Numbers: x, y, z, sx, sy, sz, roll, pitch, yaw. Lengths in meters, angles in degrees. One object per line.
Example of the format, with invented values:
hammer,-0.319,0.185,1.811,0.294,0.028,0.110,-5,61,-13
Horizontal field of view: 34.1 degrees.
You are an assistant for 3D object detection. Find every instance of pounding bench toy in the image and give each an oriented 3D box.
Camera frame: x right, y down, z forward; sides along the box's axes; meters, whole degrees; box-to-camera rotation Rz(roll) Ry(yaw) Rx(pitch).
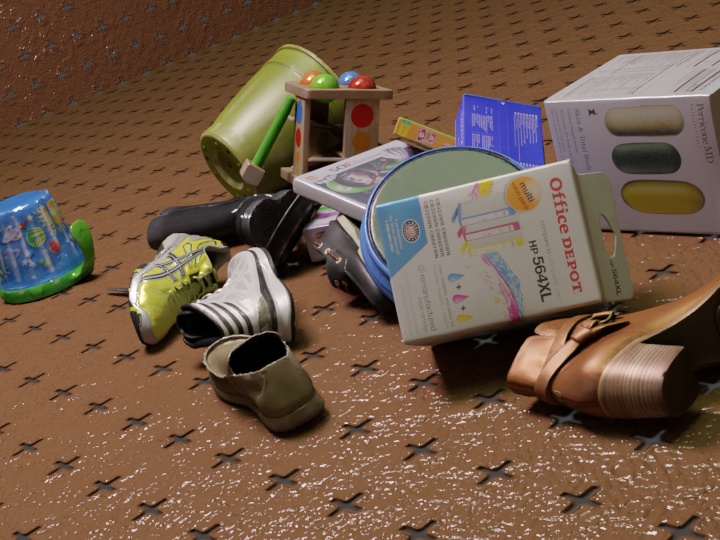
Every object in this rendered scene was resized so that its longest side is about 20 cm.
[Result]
pounding bench toy,-0.070,-0.198,1.636,0.200,0.156,0.124,-3,15,-18

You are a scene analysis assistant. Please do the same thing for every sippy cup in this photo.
sippy cup,-0.467,-0.041,1.672,0.177,0.131,0.140,-18,20,-3

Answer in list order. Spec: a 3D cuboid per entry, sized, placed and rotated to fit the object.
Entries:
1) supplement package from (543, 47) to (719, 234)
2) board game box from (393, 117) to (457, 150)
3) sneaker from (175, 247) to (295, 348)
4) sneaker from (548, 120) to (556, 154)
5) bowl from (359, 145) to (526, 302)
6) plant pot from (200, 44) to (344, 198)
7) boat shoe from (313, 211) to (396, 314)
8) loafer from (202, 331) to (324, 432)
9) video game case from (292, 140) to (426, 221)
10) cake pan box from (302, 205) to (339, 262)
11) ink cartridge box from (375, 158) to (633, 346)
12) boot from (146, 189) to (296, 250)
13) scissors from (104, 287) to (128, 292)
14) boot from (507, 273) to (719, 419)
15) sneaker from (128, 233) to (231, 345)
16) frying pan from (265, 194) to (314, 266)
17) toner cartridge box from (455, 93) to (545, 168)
supplement package,0.329,-0.138,1.233,0.151,0.152,0.200,-33,25,-36
board game box,0.141,-0.136,1.407,0.200,0.030,0.096,19,5,8
sneaker,-0.148,0.027,1.273,0.115,0.076,0.200,-7,19,-16
sneaker,0.299,-0.176,1.472,0.112,0.078,0.200,-13,20,16
bowl,0.097,-0.044,1.187,0.200,0.039,0.201,-4,55,5
plant pot,-0.133,-0.206,1.784,0.193,0.201,0.200,-40,27,-22
boat shoe,0.002,0.001,1.277,0.063,0.074,0.201,-50,29,8
loafer,-0.095,0.089,1.107,0.076,0.068,0.200,-26,22,-24
video game case,0.054,-0.095,1.359,0.200,0.023,0.182,25,36,37
cake pan box,0.048,-0.079,1.464,0.200,0.052,0.184,-8,24,22
ink cartridge box,0.133,-0.015,1.046,0.200,0.129,0.125,-14,-7,13
boot,-0.202,-0.062,1.591,0.200,0.066,0.165,-4,11,19
scissors,-0.261,0.026,1.501,0.073,0.014,0.200,-30,22,-26
boot,0.227,0.055,0.947,0.155,0.077,0.200,0,33,49
sneaker,-0.213,0.013,1.383,0.076,0.076,0.200,-4,34,16
frying pan,-0.094,-0.038,1.483,0.115,0.031,0.190,-58,-3,-18
toner cartridge box,0.155,-0.111,1.305,0.095,0.043,0.200,10,47,-5
